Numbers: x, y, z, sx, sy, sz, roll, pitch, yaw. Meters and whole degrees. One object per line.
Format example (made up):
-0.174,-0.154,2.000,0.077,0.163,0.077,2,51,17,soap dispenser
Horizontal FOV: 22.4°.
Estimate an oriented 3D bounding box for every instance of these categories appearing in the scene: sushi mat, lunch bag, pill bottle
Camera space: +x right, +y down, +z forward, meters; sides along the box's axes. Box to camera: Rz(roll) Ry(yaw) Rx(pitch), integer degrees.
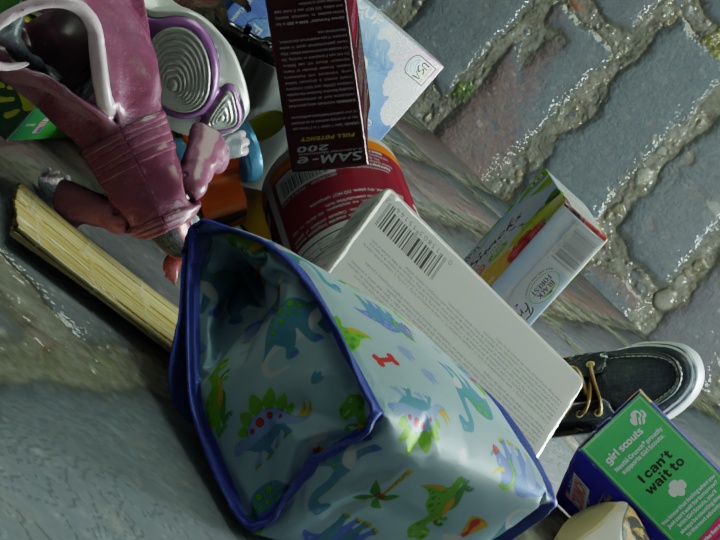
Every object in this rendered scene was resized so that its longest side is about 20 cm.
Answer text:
-0.131,0.021,1.087,0.200,0.012,0.096,39,10,-18,sushi mat
-0.012,0.069,1.017,0.170,0.127,0.200,32,24,-45,lunch bag
0.000,0.000,1.350,0.113,0.113,0.200,33,28,-43,pill bottle

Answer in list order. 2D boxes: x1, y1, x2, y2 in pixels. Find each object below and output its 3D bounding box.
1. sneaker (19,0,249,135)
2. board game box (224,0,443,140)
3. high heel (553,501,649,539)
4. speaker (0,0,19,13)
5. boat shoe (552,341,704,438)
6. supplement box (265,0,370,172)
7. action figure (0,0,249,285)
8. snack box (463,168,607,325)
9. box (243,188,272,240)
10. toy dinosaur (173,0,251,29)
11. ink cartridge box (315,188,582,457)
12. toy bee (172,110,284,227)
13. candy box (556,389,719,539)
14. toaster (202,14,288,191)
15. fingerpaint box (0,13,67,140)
-0.153,-0.170,1.224,0.200,0.075,0.100,41,11,-17,sneaker
-0.062,-0.171,1.641,0.199,0.200,0.043,36,9,-29,board game box
0.205,0.249,1.334,0.143,0.071,0.200,59,-1,-6,high heel
-0.232,-0.199,1.096,0.088,0.200,0.088,40,10,-8,speaker
0.178,0.103,1.498,0.091,0.200,0.071,15,62,-59,boat shoe
-0.033,-0.184,1.307,0.109,0.061,0.200,-88,171,-62,supplement box
-0.137,-0.084,1.107,0.200,0.134,0.149,62,-8,-8,action figure
0.112,0.017,1.503,0.053,0.200,0.142,40,10,-9,snack box
-0.042,-0.016,1.533,0.119,0.041,0.200,32,11,-45,box
-0.112,-0.238,1.316,0.136,0.200,0.086,9,-49,32,toy dinosaur
0.036,0.074,1.218,0.200,0.176,0.045,44,-34,-13,ink cartridge box
-0.119,-0.067,1.318,0.131,0.200,0.109,3,-8,-16,toy bee
0.255,0.209,1.437,0.200,0.077,0.169,44,-14,14,candy box
-0.135,-0.155,1.451,0.200,0.119,0.181,29,6,18,toaster
-0.253,-0.171,1.266,0.167,0.073,0.200,43,9,2,fingerpaint box
